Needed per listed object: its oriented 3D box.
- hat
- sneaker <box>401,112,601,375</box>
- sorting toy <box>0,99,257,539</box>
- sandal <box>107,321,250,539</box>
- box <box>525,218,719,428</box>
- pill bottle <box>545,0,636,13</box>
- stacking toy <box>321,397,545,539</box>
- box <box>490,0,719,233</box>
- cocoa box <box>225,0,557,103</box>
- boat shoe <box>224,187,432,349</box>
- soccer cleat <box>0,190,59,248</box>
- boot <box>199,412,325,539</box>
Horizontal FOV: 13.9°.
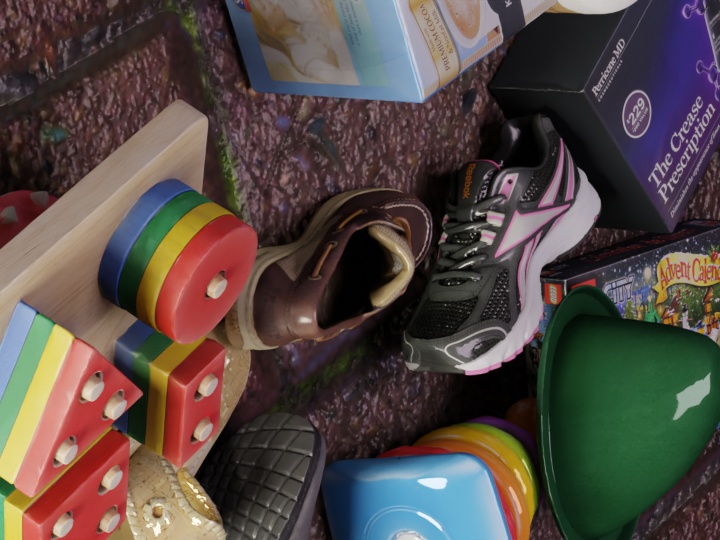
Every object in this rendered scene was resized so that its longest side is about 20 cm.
[{"bbox_3d":[0.217,0.078,1.788,0.166,0.176,0.200,8,79,-63],"label":"hat"},{"bbox_3d":[0.072,-0.020,1.772,0.200,0.080,0.086,-59,135,-44],"label":"sneaker"},{"bbox_3d":[-0.130,0.051,1.464,0.200,0.070,0.199,-44,156,-35],"label":"sorting toy"},{"bbox_3d":[-0.099,0.121,1.583,0.078,0.070,0.212,46,60,-42],"label":"sandal"},{"bbox_3d":[0.182,0.051,1.935,0.200,0.038,0.137,-17,108,-48],"label":"box"},{"bbox_3d":[0.116,-0.205,1.699,0.114,0.200,0.115,-8,101,-49],"label":"pill bottle"},{"bbox_3d":[0.071,0.127,1.781,0.200,0.116,0.110,-41,120,-56],"label":"stacking toy"},{"bbox_3d":[0.182,-0.145,1.883,0.141,0.079,0.200,51,57,-37],"label":"box"},{"bbox_3d":[-0.001,-0.208,1.610,0.131,0.133,0.200,-39,122,-39],"label":"cocoa box"},{"bbox_3d":[0.000,0.000,1.672,0.200,0.072,0.072,-24,112,-58],"label":"boat shoe"},{"bbox_3d":[-0.197,0.007,1.468,0.067,0.076,0.200,66,26,-1],"label":"soccer cleat"},{"bbox_3d":[-0.045,0.184,1.670,0.132,0.070,0.200,23,88,-52],"label":"boot"}]
